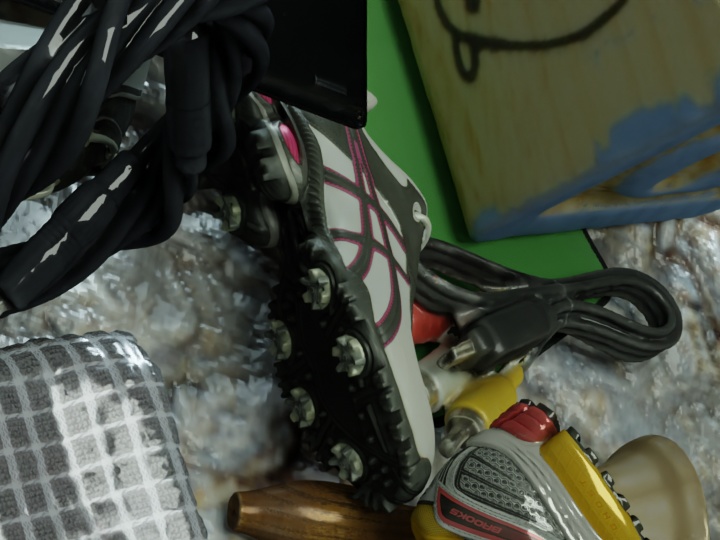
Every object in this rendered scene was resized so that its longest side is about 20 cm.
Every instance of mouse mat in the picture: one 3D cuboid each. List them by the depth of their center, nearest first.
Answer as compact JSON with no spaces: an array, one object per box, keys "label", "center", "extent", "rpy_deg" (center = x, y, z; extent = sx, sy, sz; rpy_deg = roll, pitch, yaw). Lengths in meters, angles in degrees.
[{"label":"mouse mat","center":[0.032,-0.043,0.965],"extent":[0.161,0.008,0.201],"rpy_deg":[-32,93,-41]}]

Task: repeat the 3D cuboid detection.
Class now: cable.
[{"label":"cable","center":[-0.089,-0.036,0.677],"extent":[0.051,0.200,0.163],"rpy_deg":[49,25,15]},{"label":"cable","center":[0.072,0.024,0.955],"extent":[0.200,0.050,0.097],"rpy_deg":[-14,65,-52]}]

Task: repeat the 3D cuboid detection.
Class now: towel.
[{"label":"towel","center":[-0.129,0.129,0.718],"extent":[0.165,0.085,0.201],"rpy_deg":[-10,79,-39]}]

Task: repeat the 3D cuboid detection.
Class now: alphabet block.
[{"label":"alphabet block","center":[0.147,-0.144,0.968],"extent":[0.196,0.195,0.201],"rpy_deg":[-6,75,-44]}]

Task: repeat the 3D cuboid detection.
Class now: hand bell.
[{"label":"hand bell","center":[0.038,0.114,0.871],"extent":[0.199,0.104,0.105],"rpy_deg":[7,67,-23]}]

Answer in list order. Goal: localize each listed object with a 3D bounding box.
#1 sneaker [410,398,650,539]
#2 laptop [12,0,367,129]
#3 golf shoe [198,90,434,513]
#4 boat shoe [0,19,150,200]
[{"label":"sneaker","center":[0.094,0.154,0.813],"extent":[0.082,0.078,0.200],"rpy_deg":[-34,80,-10]},{"label":"laptop","center":[-0.103,-0.148,0.817],"extent":[0.187,0.116,0.201],"rpy_deg":[18,58,-32]},{"label":"golf shoe","center":[0.000,0.000,0.854],"extent":[0.088,0.077,0.201],"rpy_deg":[-10,69,-32]},{"label":"boat shoe","center":[-0.120,-0.058,0.749],"extent":[0.070,0.200,0.064],"rpy_deg":[11,95,8]}]
